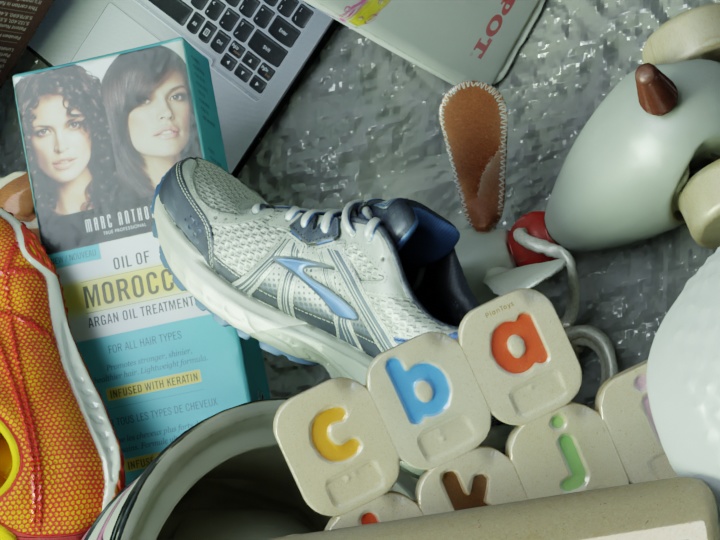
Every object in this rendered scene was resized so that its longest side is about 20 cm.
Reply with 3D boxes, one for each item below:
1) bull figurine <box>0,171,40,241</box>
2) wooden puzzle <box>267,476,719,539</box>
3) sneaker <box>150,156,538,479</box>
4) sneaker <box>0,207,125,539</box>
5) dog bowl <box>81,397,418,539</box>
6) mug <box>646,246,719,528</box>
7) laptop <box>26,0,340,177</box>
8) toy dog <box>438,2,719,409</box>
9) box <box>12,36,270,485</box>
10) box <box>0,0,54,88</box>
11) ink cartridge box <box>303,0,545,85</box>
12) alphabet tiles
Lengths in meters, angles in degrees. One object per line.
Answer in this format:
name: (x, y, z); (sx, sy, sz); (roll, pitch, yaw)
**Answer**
bull figurine: (-0.143, -0.007, 1.325); (0.200, 0.065, 0.121); (36, 95, 27)
wooden puzzle: (0.052, 0.185, 1.017); (0.185, 0.046, 0.200); (-10, 72, 15)
sneaker: (0.000, 0.000, 1.153); (0.200, 0.077, 0.085); (36, 115, 25)
sneaker: (-0.161, 0.038, 1.197); (0.200, 0.077, 0.073); (-120, 32, -42)
dog bowl: (-0.038, 0.156, 1.128); (0.074, 0.200, 0.200); (-24, 60, 49)
mug: (0.206, 0.050, 1.015); (0.175, 0.148, 0.200); (-29, 66, 31)
laptop: (-0.099, -0.174, 1.324); (0.187, 0.116, 0.200); (39, 98, 38)
toy dog: (0.087, -0.034, 1.156); (0.200, 0.096, 0.132); (-48, 53, 13)
box: (-0.093, 0.004, 1.241); (0.082, 0.049, 0.200); (-12, 81, 7)
box: (-0.232, -0.114, 1.399); (0.100, 0.075, 0.200); (52, 121, 33)
ink cartridge box: (0.009, -0.179, 1.196); (0.087, 0.200, 0.145); (33, 95, 41)
alphabet tiles: (0.055, 0.117, 1.089); (0.200, 0.015, 0.196); (-26, 95, -8)
